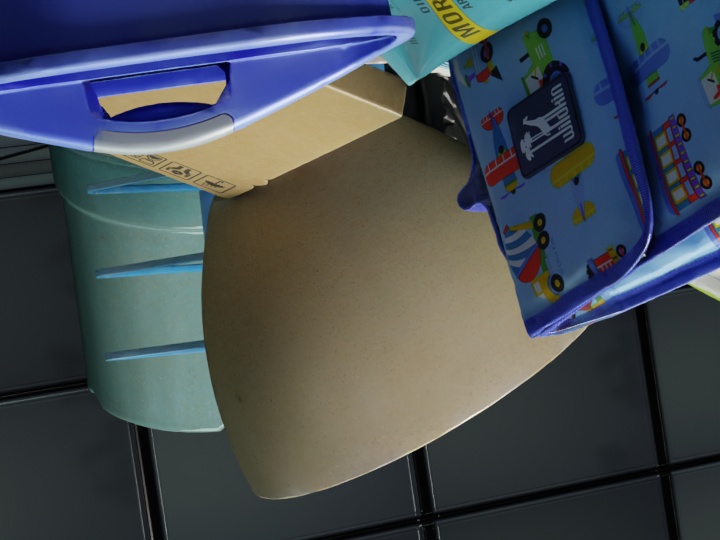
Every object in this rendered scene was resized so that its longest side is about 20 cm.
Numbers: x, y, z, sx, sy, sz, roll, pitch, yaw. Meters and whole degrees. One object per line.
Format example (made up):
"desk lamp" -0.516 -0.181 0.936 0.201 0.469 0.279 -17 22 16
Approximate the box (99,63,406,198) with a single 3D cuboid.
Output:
"box" -0.103 -0.088 1.189 0.199 0.021 0.163 21 159 -26

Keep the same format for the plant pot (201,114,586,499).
"plant pot" 0.000 0.000 1.336 0.200 0.135 0.200 -29 -170 6

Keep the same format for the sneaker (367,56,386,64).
"sneaker" -0.052 -0.119 1.284 0.199 0.072 0.080 -2 -177 -28

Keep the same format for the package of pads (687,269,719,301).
"package of pads" 0.171 -0.062 1.264 0.154 0.068 0.200 -33 -135 -28

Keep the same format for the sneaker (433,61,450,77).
"sneaker" 0.043 -0.131 1.217 0.090 0.079 0.200 -13 178 39

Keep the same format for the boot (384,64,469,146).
"boot" -0.001 -0.064 1.565 0.168 0.201 0.076 -12 171 38

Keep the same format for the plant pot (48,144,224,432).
"plant pot" -0.104 -0.016 1.750 0.199 0.197 0.200 1 -156 0

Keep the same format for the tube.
"tube" 0.063 -0.132 1.084 0.200 0.078 0.050 -21 -155 44

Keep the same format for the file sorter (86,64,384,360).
"file sorter" -0.071 -0.052 1.495 0.138 0.201 0.122 -8 178 41

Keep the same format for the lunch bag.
"lunch bag" 0.117 -0.073 1.124 0.200 0.151 0.094 -31 158 37

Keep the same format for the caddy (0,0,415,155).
"caddy" -0.080 -0.096 1.023 0.199 0.105 0.141 -9 -179 -11
